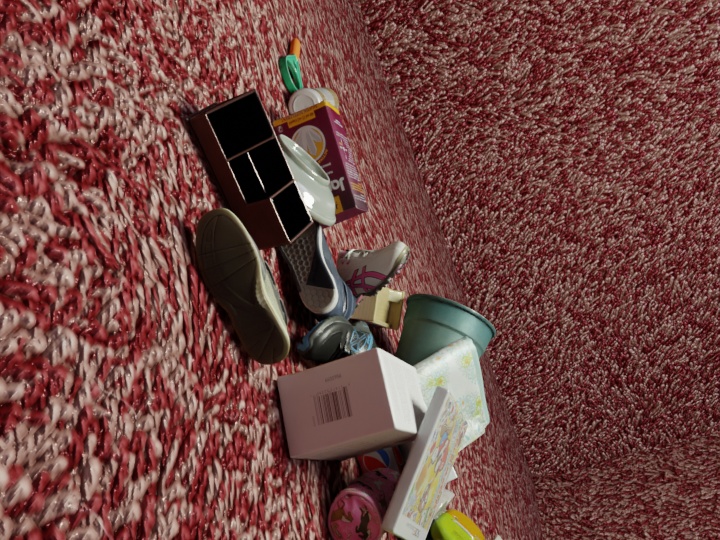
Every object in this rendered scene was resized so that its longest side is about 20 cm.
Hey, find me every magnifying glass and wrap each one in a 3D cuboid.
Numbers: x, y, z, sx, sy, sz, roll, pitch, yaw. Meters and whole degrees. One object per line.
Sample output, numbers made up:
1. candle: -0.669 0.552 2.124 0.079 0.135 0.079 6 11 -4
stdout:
1. magnifying glass: -0.143 -0.441 1.505 0.202 0.022 0.080 -93 160 -49

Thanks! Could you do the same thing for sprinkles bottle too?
1. sprinkles bottle: -0.095 -0.348 1.476 0.200 0.067 0.069 -59 129 -72

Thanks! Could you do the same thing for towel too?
1. towel: 0.161 0.247 1.314 0.170 0.048 0.203 -26 109 -33

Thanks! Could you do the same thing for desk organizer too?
1. desk organizer: -0.145 -0.131 0.949 0.072 0.076 0.203 -46 120 -49

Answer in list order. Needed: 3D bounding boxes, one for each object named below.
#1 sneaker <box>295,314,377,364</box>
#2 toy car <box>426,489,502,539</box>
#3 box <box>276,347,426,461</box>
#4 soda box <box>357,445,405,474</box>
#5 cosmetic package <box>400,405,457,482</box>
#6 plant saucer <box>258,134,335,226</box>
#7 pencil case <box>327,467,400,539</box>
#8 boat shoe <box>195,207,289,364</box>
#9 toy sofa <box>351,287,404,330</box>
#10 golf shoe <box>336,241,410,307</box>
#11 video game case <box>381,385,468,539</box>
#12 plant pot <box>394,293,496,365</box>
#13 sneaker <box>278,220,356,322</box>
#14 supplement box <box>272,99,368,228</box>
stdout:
1. sneaker: -0.022 0.120 1.077 0.082 0.073 0.199 54 21 21
2. toy car: 0.154 0.494 1.244 0.174 0.151 0.200 40 0 19
3. box: -0.003 0.192 0.981 0.200 0.150 0.108 40 34 -66
4. soda box: 0.021 0.270 1.160 0.070 0.062 0.203 -25 96 -78
5. cosmetic package: 0.091 0.302 1.206 0.201 0.051 0.153 109 -42 -67
6. plant saucer: -0.100 -0.154 1.084 0.200 0.050 0.200 43 12 -11
7. pencil case: 0.016 0.343 1.019 0.084 0.085 0.200 -68 162 0
8. boat shoe: -0.140 0.016 0.857 0.066 0.071 0.203 -99 167 -72
9. toy sofa: 0.015 0.064 1.395 0.200 0.096 0.084 28 69 -71
10. golf shoe: 0.000 0.000 1.183 0.092 0.199 0.073 47 41 -9
11. video game case: 0.099 0.286 1.010 0.202 0.023 0.182 -65 154 -18
12. plant pot: 0.150 0.182 1.437 0.198 0.198 0.201 -65 148 -18
13. sneaker: -0.069 -0.003 1.135 0.146 0.076 0.205 53 19 -64
14. supplement box: -0.071 -0.187 1.279 0.086 0.109 0.203 2 70 -74
